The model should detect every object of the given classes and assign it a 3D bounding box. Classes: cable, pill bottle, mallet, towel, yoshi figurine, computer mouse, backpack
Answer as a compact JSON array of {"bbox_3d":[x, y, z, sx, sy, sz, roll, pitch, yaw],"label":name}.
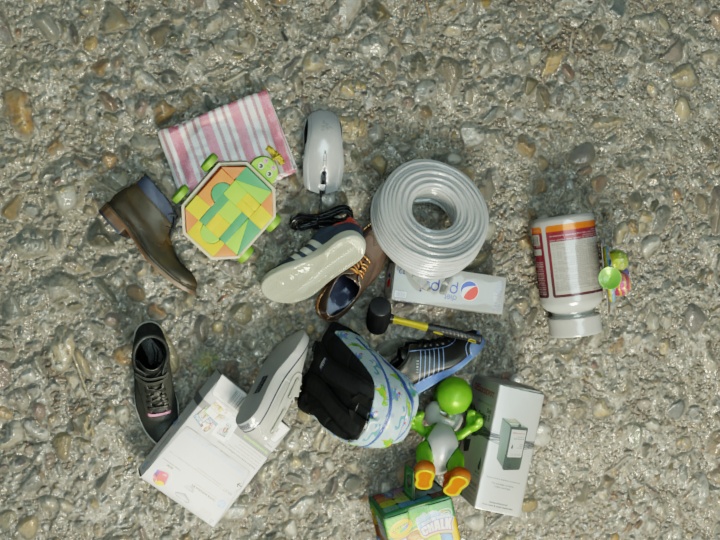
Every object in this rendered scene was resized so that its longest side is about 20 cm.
[{"bbox_3d":[0.113,-0.087,1.381,0.199,0.069,0.201,37,62,6],"label":"cable"},{"bbox_3d":[0.357,0.007,1.439,0.107,0.109,0.205,-8,92,-10],"label":"pill bottle"},{"bbox_3d":[0.104,0.087,1.387,0.196,0.066,0.042,8,54,10],"label":"mallet"},{"bbox_3d":[-0.217,-0.194,1.376,0.197,0.030,0.149,-23,93,-9],"label":"towel"},{"bbox_3d":[0.139,0.250,1.356,0.111,0.202,0.113,-23,123,27],"label":"yoshi figurine"},{"bbox_3d":[-0.064,-0.168,1.396,0.107,0.044,0.205,0,90,-9],"label":"computer mouse"},{"bbox_3d":[-0.001,0.195,1.325,0.152,0.200,0.166,22,92,-20],"label":"backpack"}]

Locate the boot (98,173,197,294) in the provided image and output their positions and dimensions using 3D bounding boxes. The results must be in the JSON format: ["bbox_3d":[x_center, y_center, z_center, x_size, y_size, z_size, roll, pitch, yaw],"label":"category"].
[{"bbox_3d":[-0.313,-0.059,1.336,0.200,0.075,0.097,44,86,-5],"label":"boot"}]

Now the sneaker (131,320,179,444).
[{"bbox_3d":[-0.326,0.184,1.321,0.069,0.099,0.205,-7,93,-12],"label":"sneaker"}]

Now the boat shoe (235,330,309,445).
[{"bbox_3d":[-0.126,0.186,1.345,0.066,0.071,0.202,50,43,-24],"label":"boat shoe"}]

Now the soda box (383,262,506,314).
[{"bbox_3d":[0.142,0.031,1.421,0.196,0.068,0.065,8,86,-11],"label":"soda box"}]

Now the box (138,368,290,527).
[{"bbox_3d":[-0.233,0.285,1.349,0.156,0.041,0.201,41,82,-23],"label":"box"}]

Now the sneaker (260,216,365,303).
[{"bbox_3d":[-0.077,-0.020,1.381,0.197,0.085,0.075,-27,123,17],"label":"sneaker"}]

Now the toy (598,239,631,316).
[{"bbox_3d":[0.428,0.007,1.409,0.046,0.199,0.118,-6,92,21],"label":"toy"}]

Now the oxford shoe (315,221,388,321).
[{"bbox_3d":[0.000,0.000,1.392,0.071,0.073,0.202,32,84,-8],"label":"oxford shoe"}]

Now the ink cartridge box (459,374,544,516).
[{"bbox_3d":[0.226,0.284,1.398,0.082,0.146,0.204,13,87,-9],"label":"ink cartridge box"}]

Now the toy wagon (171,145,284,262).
[{"bbox_3d":[-0.198,-0.116,1.349,0.155,0.040,0.200,42,92,-20],"label":"toy wagon"}]

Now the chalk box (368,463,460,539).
[{"bbox_3d":[0.090,0.426,1.384,0.122,0.125,0.204,-14,91,-10],"label":"chalk box"}]

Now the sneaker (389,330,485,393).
[{"bbox_3d":[0.115,0.144,1.416,0.198,0.070,0.079,-32,100,-9],"label":"sneaker"}]
